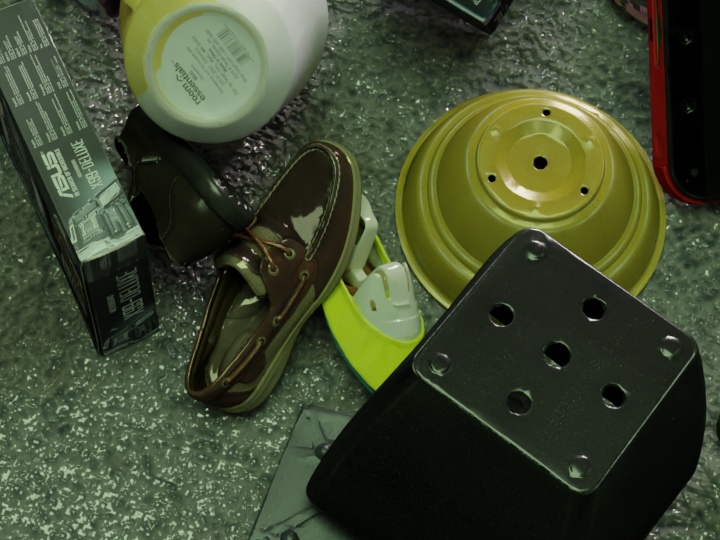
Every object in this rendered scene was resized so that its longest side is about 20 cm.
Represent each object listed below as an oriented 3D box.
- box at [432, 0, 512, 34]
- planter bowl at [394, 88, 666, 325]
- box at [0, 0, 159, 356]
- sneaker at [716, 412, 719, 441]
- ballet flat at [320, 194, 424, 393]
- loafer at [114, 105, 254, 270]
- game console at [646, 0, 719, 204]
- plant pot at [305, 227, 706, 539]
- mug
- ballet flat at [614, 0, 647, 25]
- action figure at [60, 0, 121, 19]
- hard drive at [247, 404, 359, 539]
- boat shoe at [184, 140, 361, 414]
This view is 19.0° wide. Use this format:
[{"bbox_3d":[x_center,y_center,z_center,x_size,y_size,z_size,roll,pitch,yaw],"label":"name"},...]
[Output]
[{"bbox_3d":[0.099,-0.285,1.552,0.107,0.148,0.201,32,96,3],"label":"box"},{"bbox_3d":[0.125,-0.060,1.532,0.198,0.084,0.202,1,65,-1],"label":"planter bowl"},{"bbox_3d":[-0.202,-0.062,1.486,0.049,0.158,0.201,-23,69,-11],"label":"box"},{"bbox_3d":[0.341,0.138,1.456,0.200,0.077,0.089,42,63,14],"label":"sneaker"},{"bbox_3d":[0.000,0.000,1.504,0.066,0.067,0.201,-7,59,-40],"label":"ballet flat"},{"bbox_3d":[-0.138,-0.057,1.486,0.071,0.200,0.073,-46,115,-1],"label":"loafer"},{"bbox_3d":[0.295,-0.151,1.550,0.175,0.031,0.202,-6,103,-8],"label":"game console"},{"bbox_3d":[0.106,0.095,1.367,0.199,0.178,0.200,36,62,13],"label":"plant pot"},{"bbox_3d":[-0.116,-0.158,1.464,0.185,0.153,0.151,8,108,-2],"label":"mug"},{"bbox_3d":[0.269,-0.185,1.597,0.199,0.071,0.069,37,70,14],"label":"ballet flat"},{"bbox_3d":[-0.171,-0.289,1.603,0.133,0.149,0.201,34,83,20],"label":"action figure"},{"bbox_3d":[0.032,0.181,1.442,0.198,0.042,0.136,20,66,6],"label":"hard drive"},{"bbox_3d":[-0.065,0.001,1.467,0.072,0.072,0.201,30,94,28],"label":"boat shoe"}]
